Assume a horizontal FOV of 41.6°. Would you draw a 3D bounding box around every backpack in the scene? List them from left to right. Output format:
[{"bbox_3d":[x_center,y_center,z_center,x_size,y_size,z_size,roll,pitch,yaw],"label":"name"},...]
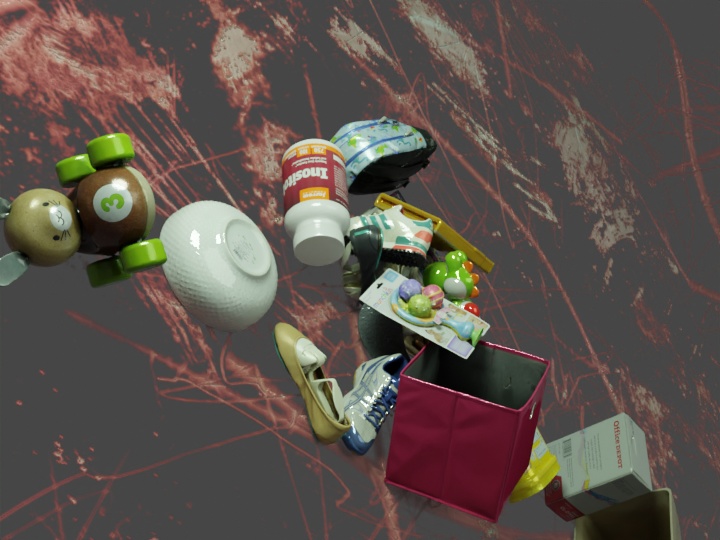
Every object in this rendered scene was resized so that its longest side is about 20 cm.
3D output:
[{"bbox_3d":[0.026,-0.214,1.811,0.154,0.163,0.200,51,38,1],"label":"backpack"}]

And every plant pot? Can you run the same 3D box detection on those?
[{"bbox_3d":[0.549,0.581,1.875,0.178,0.199,0.200,58,29,-24],"label":"plant pot"}]

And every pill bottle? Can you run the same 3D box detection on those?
[{"bbox_3d":[-0.075,-0.114,1.602,0.113,0.113,0.201,29,42,-40],"label":"pill bottle"}]

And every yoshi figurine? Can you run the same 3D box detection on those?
[{"bbox_3d":[0.162,0.066,1.707,0.112,0.111,0.202,-69,154,-86],"label":"yoshi figurine"}]

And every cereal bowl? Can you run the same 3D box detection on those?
[{"bbox_3d":[-0.191,-0.017,1.382,0.200,0.083,0.201,37,38,-35],"label":"cereal bowl"}]

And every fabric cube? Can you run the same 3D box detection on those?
[{"bbox_3d":[0.172,0.241,1.510,0.196,0.199,0.201,-35,136,-60],"label":"fabric cube"}]

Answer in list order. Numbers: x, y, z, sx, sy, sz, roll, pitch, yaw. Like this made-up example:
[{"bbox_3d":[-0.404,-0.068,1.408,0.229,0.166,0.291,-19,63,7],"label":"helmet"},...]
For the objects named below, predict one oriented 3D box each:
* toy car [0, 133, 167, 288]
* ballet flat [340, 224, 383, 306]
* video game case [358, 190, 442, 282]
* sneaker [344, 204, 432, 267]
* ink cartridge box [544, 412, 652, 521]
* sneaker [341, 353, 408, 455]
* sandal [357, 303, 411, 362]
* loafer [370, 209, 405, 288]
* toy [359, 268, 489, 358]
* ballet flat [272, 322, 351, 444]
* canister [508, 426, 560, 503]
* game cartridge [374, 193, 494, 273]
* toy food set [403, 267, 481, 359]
[{"bbox_3d":[-0.359,-0.057,1.124,0.199,0.157,0.165,-17,89,-47],"label":"toy car"},{"bbox_3d":[0.000,0.000,1.620,0.201,0.072,0.073,93,0,-47],"label":"ballet flat"},{"bbox_3d":[0.081,-0.043,1.844,0.201,0.036,0.181,58,32,-5],"label":"video game case"},{"bbox_3d":[0.035,-0.072,1.661,0.070,0.198,0.094,65,44,-57],"label":"sneaker"},{"bbox_3d":[0.470,0.394,1.890,0.083,0.199,0.146,42,36,-27],"label":"ink cartridge box"},{"bbox_3d":[0.024,0.203,1.509,0.075,0.088,0.201,47,35,-23],"label":"sneaker"},{"bbox_3d":[0.050,0.138,1.630,0.043,0.076,0.201,-115,-177,-83],"label":"sandal"},{"bbox_3d":[0.058,-0.015,1.713,0.068,0.076,0.202,3,72,-22],"label":"loafer"},{"bbox_3d":[0.112,0.056,1.544,0.199,0.047,0.115,32,37,11],"label":"toy"},{"bbox_3d":[-0.067,0.162,1.433,0.068,0.063,0.201,-11,73,-58],"label":"ballet flat"},{"bbox_3d":[0.284,0.317,1.796,0.148,0.086,0.201,-19,80,-59],"label":"canister"},{"bbox_3d":[0.142,-0.068,1.773,0.176,0.033,0.200,29,-1,45],"label":"game cartridge"},{"bbox_3d":[0.143,0.103,1.752,0.200,0.060,0.144,40,55,-32],"label":"toy food set"}]
